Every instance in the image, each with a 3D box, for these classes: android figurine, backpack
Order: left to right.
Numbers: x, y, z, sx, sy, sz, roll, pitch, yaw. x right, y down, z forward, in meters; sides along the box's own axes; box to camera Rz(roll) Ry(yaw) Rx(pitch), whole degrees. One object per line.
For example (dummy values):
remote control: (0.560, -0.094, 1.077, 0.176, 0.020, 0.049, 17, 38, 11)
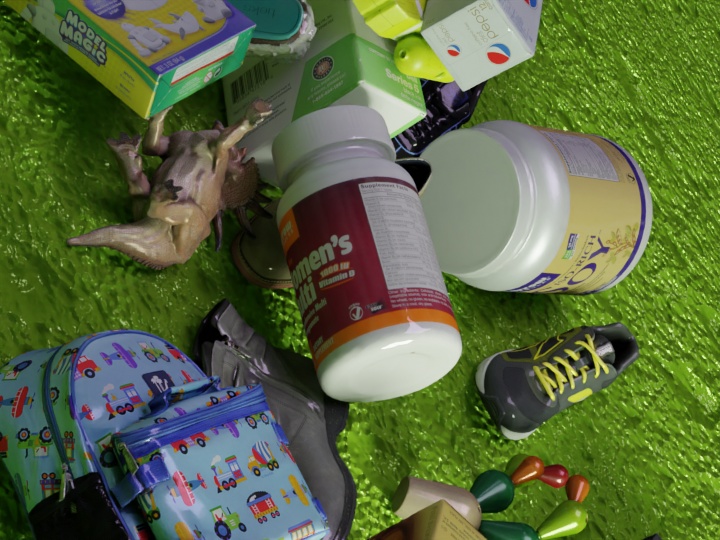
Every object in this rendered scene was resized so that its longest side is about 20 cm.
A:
backpack: (-0.137, 0.122, 1.387, 0.182, 0.134, 0.201, -6, 66, -54)
android figurine: (0.028, -0.236, 1.695, 0.200, 0.041, 0.183, 2, 65, -60)

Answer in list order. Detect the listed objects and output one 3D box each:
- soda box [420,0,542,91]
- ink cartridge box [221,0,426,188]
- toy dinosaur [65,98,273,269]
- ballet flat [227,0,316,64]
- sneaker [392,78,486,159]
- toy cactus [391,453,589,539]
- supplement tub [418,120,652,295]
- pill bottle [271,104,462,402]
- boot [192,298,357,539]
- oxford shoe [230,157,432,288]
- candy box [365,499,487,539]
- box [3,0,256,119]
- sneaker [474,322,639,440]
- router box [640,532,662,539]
soda box: (0.101, -0.228, 1.702, 0.064, 0.068, 0.201, 52, 28, -24)
ink cartridge box: (-0.039, -0.186, 1.740, 0.084, 0.145, 0.201, 23, 47, -43)
toy dinosaur: (-0.128, -0.051, 1.589, 0.085, 0.136, 0.200, 24, 53, 22)
ballet flat: (-0.129, -0.197, 1.665, 0.199, 0.072, 0.072, 17, 36, 10)
sneaker: (0.049, -0.134, 1.872, 0.070, 0.078, 0.200, 52, 34, -9)
toy cactus: (0.100, 0.207, 1.682, 0.164, 0.102, 0.201, 24, 46, -14)
supplement tub: (0.146, -0.053, 1.874, 0.199, 0.145, 0.146, 3, 62, -51)
pill bottle: (-0.001, -0.013, 1.594, 0.109, 0.109, 0.201, 13, 53, -47)
boot: (-0.073, 0.120, 1.542, 0.130, 0.068, 0.201, 31, 35, -28)
oxford shoe: (-0.022, -0.048, 1.700, 0.200, 0.075, 0.071, -32, 83, -44)
candy box: (0.016, 0.264, 1.485, 0.056, 0.116, 0.201, 44, 37, -20)
box: (-0.187, -0.205, 1.585, 0.200, 0.049, 0.117, 38, 42, 16)
sneaker: (0.169, 0.082, 1.851, 0.200, 0.084, 0.075, -24, 83, -56)
router box: (0.231, 0.329, 1.756, 0.150, 0.062, 0.200, 56, 34, -6)
